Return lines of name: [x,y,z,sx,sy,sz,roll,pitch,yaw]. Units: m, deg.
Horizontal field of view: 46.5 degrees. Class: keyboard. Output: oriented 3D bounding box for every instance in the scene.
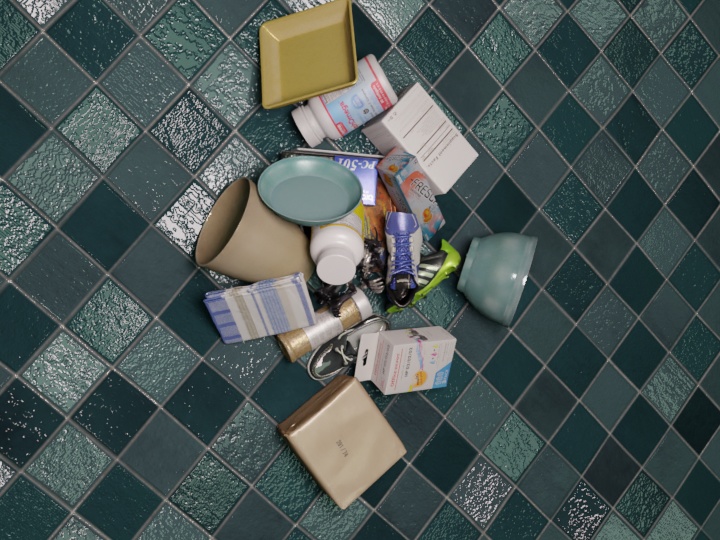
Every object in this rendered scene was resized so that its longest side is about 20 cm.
keyboard: [-0.042,-0.238,1.717,0.197,0.056,0.011,2,87,-20]

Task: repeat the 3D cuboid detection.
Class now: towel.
towel: [-0.190,0.075,1.622,0.196,0.024,0.148,-13,135,3]

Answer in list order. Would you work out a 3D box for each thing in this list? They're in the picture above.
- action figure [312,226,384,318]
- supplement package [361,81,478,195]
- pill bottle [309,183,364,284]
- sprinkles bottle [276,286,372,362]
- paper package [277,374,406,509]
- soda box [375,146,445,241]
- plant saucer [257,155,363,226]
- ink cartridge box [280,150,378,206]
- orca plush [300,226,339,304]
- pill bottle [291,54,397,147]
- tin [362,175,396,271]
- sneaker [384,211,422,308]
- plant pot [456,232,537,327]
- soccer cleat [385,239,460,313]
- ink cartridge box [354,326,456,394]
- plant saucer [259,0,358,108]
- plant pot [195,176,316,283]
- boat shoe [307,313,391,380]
action figure: [0.000,0.000,1.674,0.201,0.101,0.119,-50,126,-20]
supplement package: [0.123,-0.266,1.741,0.200,0.121,0.120,47,75,-15]
pill bottle: [-0.044,-0.068,1.597,0.102,0.202,0.105,1,132,1]
sprinkles bottle: [-0.073,0.110,1.711,0.198,0.068,0.069,-31,101,-16]
paper package: [-0.038,0.344,1.713,0.190,0.103,0.201,-38,102,-14]
soda box: [0.105,-0.155,1.721,0.064,0.068,0.201,-44,135,-13]
plant saucer: [-0.094,-0.142,1.565,0.197,0.201,0.036,-9,134,-19]
ink cartridge box: [-0.065,-0.184,1.692,0.196,0.044,0.096,4,89,-5]
orca plush: [-0.078,-0.033,1.703,0.103,0.071,0.204,-1,92,-19]
pill bottle: [-0.034,-0.332,1.667,0.198,0.109,0.110,-31,102,8]
tin: [0.019,-0.099,1.755,0.110,0.042,0.204,-7,94,-23]
sneaker: [0.089,-0.013,1.670,0.079,0.115,0.203,0,103,-1]
plant pot: [0.283,0.004,1.785,0.132,0.200,0.203,18,85,7]
soccer cleat: [0.124,0.015,1.787,0.199,0.068,0.081,-37,73,-7]
ink cartridge box: [0.092,0.187,1.738,0.197,0.068,0.117,-3,114,-29]
plant saucer: [-0.096,-0.413,1.633,0.197,0.048,0.203,-12,67,16]
plant pot: [-0.185,-0.049,1.620,0.198,0.187,0.190,30,82,-28]
boat shoe: [-0.023,0.157,1.734,0.199,0.060,0.076,-41,105,-14]
